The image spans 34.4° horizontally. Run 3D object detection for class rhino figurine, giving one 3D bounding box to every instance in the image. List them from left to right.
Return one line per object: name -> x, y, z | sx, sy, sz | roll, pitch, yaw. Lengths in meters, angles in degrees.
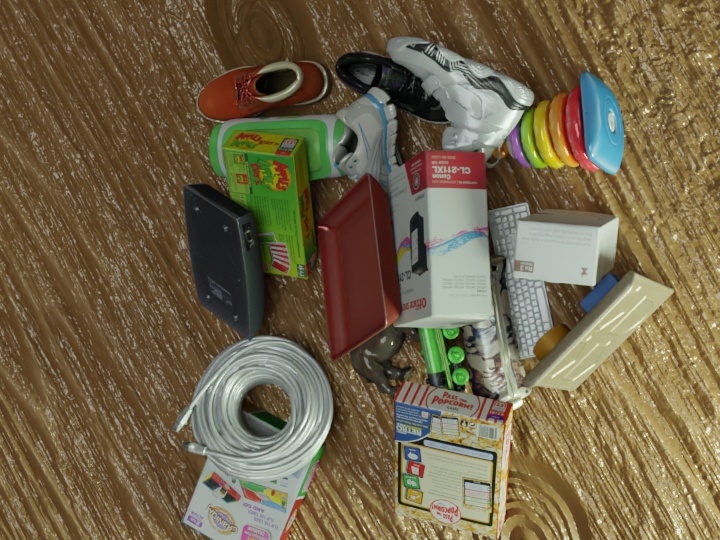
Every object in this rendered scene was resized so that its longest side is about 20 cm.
rhino figurine -> 0.052, 0.066, 1.572 | 0.087, 0.060, 0.202 | 25, 98, 10

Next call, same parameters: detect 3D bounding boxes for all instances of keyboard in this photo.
keyboard -> 0.215, 0.014, 1.539 | 0.056, 0.011, 0.203 | -11, 92, 19

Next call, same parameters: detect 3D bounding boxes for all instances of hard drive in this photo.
hard drive -> -0.184, -0.015, 1.592 | 0.134, 0.042, 0.202 | 32, 138, 37

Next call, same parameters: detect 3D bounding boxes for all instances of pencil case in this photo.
pencil case -> 0.170, 0.080, 1.518 | 0.077, 0.089, 0.203 | -12, 91, -10

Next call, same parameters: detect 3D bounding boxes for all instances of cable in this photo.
cable -> -0.134, 0.193, 1.608 | 0.198, 0.069, 0.201 | 25, 77, 13

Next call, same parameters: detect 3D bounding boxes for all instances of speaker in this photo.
speaker -> -0.103, -0.167, 1.589 | 0.198, 0.088, 0.090 | 0, 95, 18

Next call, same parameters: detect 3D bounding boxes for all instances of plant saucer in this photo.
plant saucer -> 0.000, 0.000, 1.519 | 0.036, 0.199, 0.202 | -1, 74, -22

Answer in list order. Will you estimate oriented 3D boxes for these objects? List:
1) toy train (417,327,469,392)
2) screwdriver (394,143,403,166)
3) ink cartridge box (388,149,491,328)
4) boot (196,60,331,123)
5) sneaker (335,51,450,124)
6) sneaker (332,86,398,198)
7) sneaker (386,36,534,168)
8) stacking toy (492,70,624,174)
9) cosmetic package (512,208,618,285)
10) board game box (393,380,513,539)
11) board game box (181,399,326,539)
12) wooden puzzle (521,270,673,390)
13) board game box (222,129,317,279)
toy train -> 0.098, 0.064, 1.526 | 0.056, 0.042, 0.203 | -11, 86, -1
screwdriver -> 0.056, -0.139, 1.545 | 0.028, 0.029, 0.202 | -17, 103, 13
ink cartridge box -> 0.096, -0.034, 1.435 | 0.082, 0.146, 0.203 | 1, 82, -18
boot -> -0.149, -0.249, 1.585 | 0.198, 0.107, 0.076 | -11, 93, 20
sneaker -> 0.060, -0.239, 1.525 | 0.198, 0.087, 0.077 | 15, 99, 16
sneaker -> 0.004, -0.136, 1.521 | 0.075, 0.086, 0.202 | 36, 144, 50
sneaker -> 0.108, -0.212, 1.455 | 0.198, 0.075, 0.116 | 25, 96, 9
stacking toy -> 0.227, -0.169, 1.480 | 0.198, 0.109, 0.118 | -10, 77, 30
cosmetic package -> 0.254, -0.032, 1.421 | 0.100, 0.200, 0.075 | 6, 97, 17
board game box -> 0.119, 0.251, 1.531 | 0.150, 0.046, 0.202 | 11, 124, 17
board game box -> -0.156, 0.307, 1.673 | 0.152, 0.040, 0.202 | 26, 103, 14
wooden puzzle -> 0.286, 0.070, 1.424 | 0.185, 0.199, 0.046 | -48, 67, 16
board game box -> -0.120, -0.088, 1.568 | 0.100, 0.048, 0.202 | 8, 130, 15
